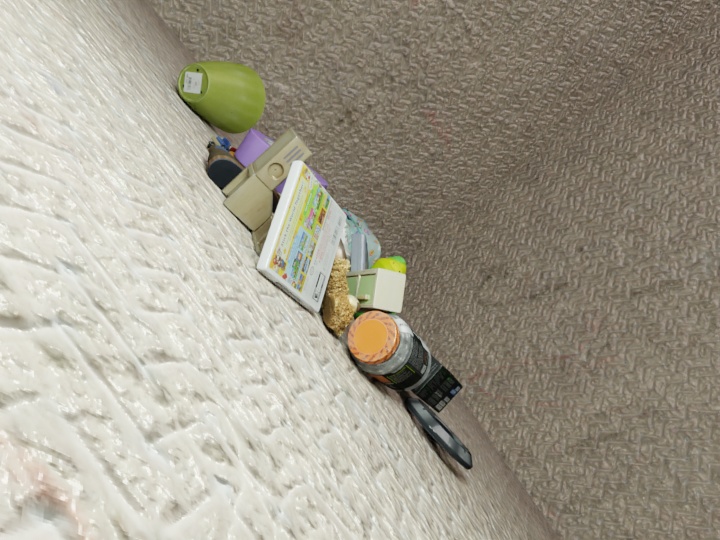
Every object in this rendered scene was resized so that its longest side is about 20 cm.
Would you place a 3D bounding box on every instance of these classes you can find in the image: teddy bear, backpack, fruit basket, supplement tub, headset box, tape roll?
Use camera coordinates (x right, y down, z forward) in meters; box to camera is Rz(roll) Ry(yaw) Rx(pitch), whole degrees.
[{"bbox_3d":[-0.048,0.032,1.087,0.066,0.146,0.200,5,20,-22],"label":"teddy bear"},{"bbox_3d":[-0.043,-0.069,1.673,0.153,0.176,0.200,20,27,-51],"label":"backpack"},{"bbox_3d":[0.043,0.033,1.526,0.216,0.215,0.156,52,3,5],"label":"fruit basket"},{"bbox_3d":[0.057,0.156,1.090,0.123,0.122,0.200,54,4,32],"label":"supplement tub"},{"bbox_3d":[0.129,0.227,1.360,0.200,0.093,0.174,42,-3,38],"label":"headset box"},{"bbox_3d":[-0.167,-0.216,1.194,0.200,0.066,0.200,35,10,-7],"label":"tape roll"}]

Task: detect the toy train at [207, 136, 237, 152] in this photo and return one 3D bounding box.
[{"bbox_3d":[-0.297,-0.262,1.304,0.034,0.046,0.200,53,4,15],"label":"toy train"}]

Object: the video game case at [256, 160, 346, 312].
[{"bbox_3d":[-0.094,-0.053,0.960,0.023,0.201,0.182,5,-23,27],"label":"video game case"}]

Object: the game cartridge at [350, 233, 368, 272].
[{"bbox_3d":[0.000,0.000,1.344,0.200,0.040,0.134,83,4,-65],"label":"game cartridge"}]

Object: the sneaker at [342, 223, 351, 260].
[{"bbox_3d":[-0.064,-0.095,1.442,0.200,0.087,0.075,57,-17,21],"label":"sneaker"}]

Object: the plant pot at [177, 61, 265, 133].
[{"bbox_3d":[-0.378,-0.465,1.457,0.187,0.187,0.200,53,18,7],"label":"plant pot"}]

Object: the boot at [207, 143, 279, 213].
[{"bbox_3d":[-0.225,-0.171,1.107,0.200,0.075,0.097,47,9,-42],"label":"boot"}]

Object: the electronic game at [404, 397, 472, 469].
[{"bbox_3d":[0.170,0.355,1.226,0.200,0.042,0.200,45,-1,1],"label":"electronic game"}]

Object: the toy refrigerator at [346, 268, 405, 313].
[{"bbox_3d":[0.005,0.043,1.124,0.070,0.076,0.200,13,-9,-28],"label":"toy refrigerator"}]

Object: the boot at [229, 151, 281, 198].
[{"bbox_3d":[-0.221,-0.181,1.223,0.201,0.071,0.144,45,12,-17],"label":"boot"}]

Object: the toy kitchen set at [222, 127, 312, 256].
[{"bbox_3d":[-0.115,-0.107,1.007,0.200,0.180,0.163,45,7,-29],"label":"toy kitchen set"}]

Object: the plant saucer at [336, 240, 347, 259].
[{"bbox_3d":[-0.095,-0.040,1.231,0.200,0.032,0.201,38,44,-48],"label":"plant saucer"}]

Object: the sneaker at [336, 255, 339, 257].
[{"bbox_3d":[-0.080,-0.026,1.341,0.200,0.078,0.077,53,-23,5],"label":"sneaker"}]
